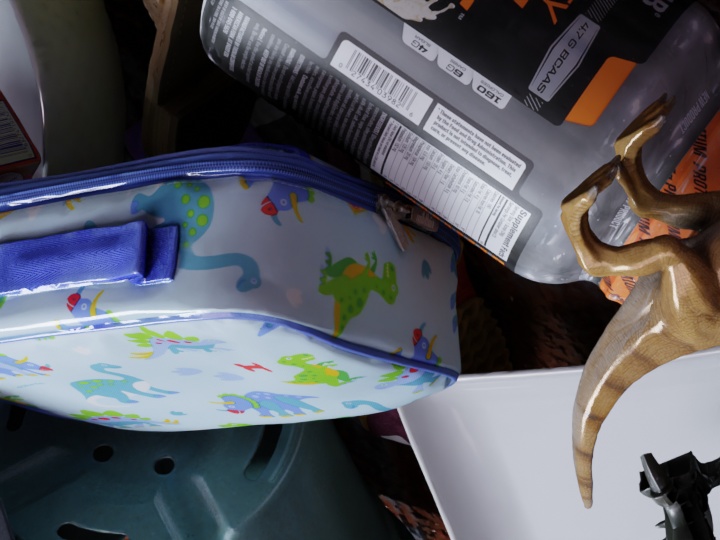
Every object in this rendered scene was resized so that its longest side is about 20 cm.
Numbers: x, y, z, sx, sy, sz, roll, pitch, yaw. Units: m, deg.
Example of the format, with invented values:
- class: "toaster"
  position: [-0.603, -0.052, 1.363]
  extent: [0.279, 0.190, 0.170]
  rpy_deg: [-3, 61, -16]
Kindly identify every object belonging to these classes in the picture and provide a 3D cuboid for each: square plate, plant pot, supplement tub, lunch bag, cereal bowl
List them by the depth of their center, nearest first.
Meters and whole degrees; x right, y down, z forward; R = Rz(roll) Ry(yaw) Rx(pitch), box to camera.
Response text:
- class: "supplement tub"
  position: [0.049, -0.079, 0.985]
  extent: [0.199, 0.123, 0.123]
  rpy_deg: [34, 143, 6]
- class: "lunch bag"
  position: [-0.070, 0.009, 1.031]
  extent: [0.199, 0.083, 0.160]
  rpy_deg: [-9, 163, 37]
- class: "square plate"
  position: [0.135, 0.108, 1.140]
  extent: [0.197, 0.029, 0.201]
  rpy_deg: [-7, 125, 21]
- class: "cereal bowl"
  position: [-0.169, -0.084, 1.171]
  extent: [0.199, 0.083, 0.202]
  rpy_deg: [18, 116, 44]
- class: "plant pot"
  position: [-0.075, 0.123, 1.206]
  extent: [0.199, 0.201, 0.197]
  rpy_deg: [18, 149, 26]

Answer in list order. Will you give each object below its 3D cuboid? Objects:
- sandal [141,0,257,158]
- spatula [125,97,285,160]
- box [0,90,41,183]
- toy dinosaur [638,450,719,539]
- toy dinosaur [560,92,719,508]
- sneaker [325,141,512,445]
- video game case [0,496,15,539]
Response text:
- class: "sandal"
  position: [-0.075, -0.129, 1.079]
  extent: [0.069, 0.078, 0.213]
  rpy_deg: [37, 140, 20]
- class: "spatula"
  position: [-0.033, -0.075, 1.144]
  extent: [0.057, 0.021, 0.200]
  rpy_deg: [52, 141, -9]
- class: "box"
  position: [-0.234, -0.086, 1.105]
  extent: [0.201, 0.099, 0.096]
  rpy_deg: [56, 137, 17]
- class: "toy dinosaur"
  position: [0.174, 0.124, 1.030]
  extent: [0.102, 0.137, 0.200]
  rpy_deg: [-21, 163, 11]
- class: "toy dinosaur"
  position: [0.111, 0.006, 0.901]
  extent: [0.200, 0.060, 0.106]
  rpy_deg: [-38, 99, 28]
- class: "sneaker"
  position: [0.000, 0.000, 1.147]
  extent: [0.090, 0.075, 0.201]
  rpy_deg: [7, 131, 29]
- class: "video game case"
  position: [-0.184, 0.101, 1.168]
  extent: [0.181, 0.025, 0.201]
  rpy_deg: [48, 156, 50]
